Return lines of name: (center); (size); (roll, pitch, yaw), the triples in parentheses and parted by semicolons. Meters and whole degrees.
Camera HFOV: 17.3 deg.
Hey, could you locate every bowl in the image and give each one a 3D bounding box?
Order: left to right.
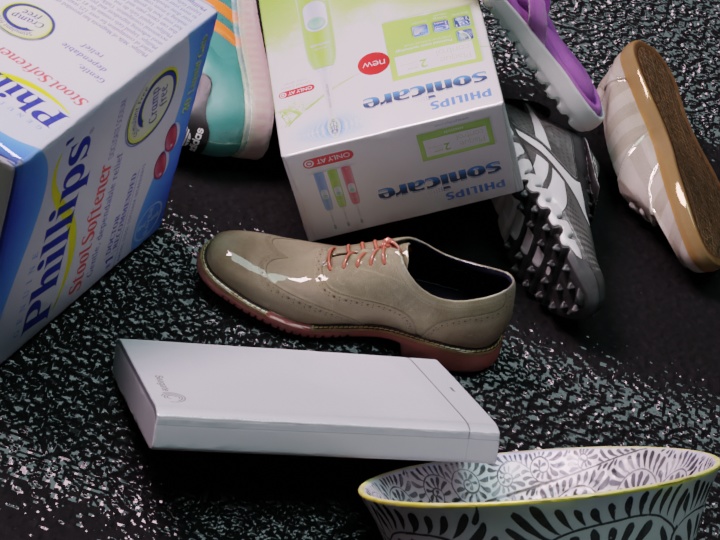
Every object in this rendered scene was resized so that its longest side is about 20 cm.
bowl: (0.102, 0.156, 1.301); (0.200, 0.094, 0.201); (-5, 3, 0)

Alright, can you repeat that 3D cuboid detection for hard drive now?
hard drive: (-0.034, 0.075, 1.366); (0.199, 0.027, 0.132); (4, 16, -17)

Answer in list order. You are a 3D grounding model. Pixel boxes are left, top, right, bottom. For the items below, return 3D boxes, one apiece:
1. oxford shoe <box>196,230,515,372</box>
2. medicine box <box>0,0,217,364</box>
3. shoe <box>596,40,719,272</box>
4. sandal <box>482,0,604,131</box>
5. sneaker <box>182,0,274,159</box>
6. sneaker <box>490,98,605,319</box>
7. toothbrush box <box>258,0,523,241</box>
oxford shoe: (0.000, 0.000, 1.460); (0.199, 0.075, 0.071); (12, 44, -8)
medicine box: (-0.192, -0.067, 1.376); (0.103, 0.182, 0.200); (31, 43, 12)
shoe: (0.207, -0.072, 1.640); (0.070, 0.053, 0.200); (31, 35, -40)
sandal: (0.114, -0.182, 1.558); (0.203, 0.050, 0.083); (52, 18, -30)
sneaker: (-0.115, -0.158, 1.583); (0.080, 0.071, 0.200); (4, 46, -23)
sneaker: (0.130, -0.050, 1.569); (0.090, 0.067, 0.200); (-8, 47, -25)
toothbrush box: (0.016, -0.130, 1.556); (0.145, 0.086, 0.200); (-13, 47, 4)
